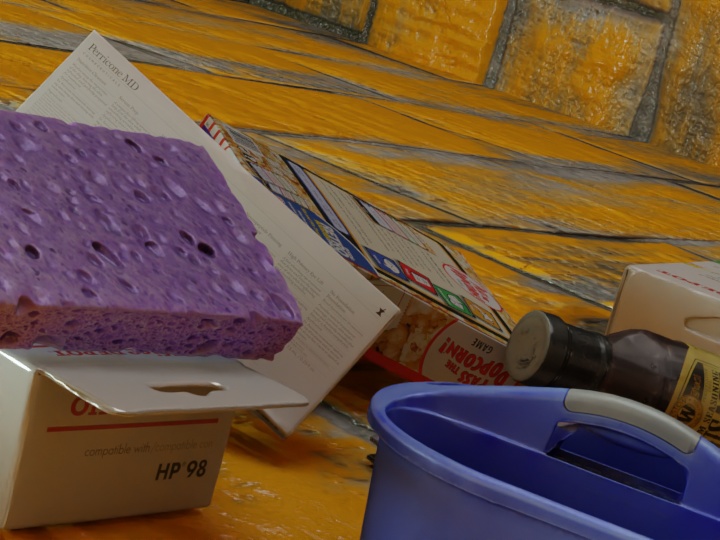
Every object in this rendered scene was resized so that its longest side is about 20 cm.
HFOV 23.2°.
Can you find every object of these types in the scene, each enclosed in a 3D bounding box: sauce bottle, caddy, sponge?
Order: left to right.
[{"bbox_3d":[-0.122,-0.016,0.686,0.200,0.030,0.112,6,42,-45],"label":"sponge"},{"bbox_3d":[0.092,0.100,0.680,0.199,0.105,0.141,19,13,17],"label":"caddy"},{"bbox_3d":[0.171,0.071,0.982,0.199,0.066,0.066,17,9,-27],"label":"sauce bottle"}]

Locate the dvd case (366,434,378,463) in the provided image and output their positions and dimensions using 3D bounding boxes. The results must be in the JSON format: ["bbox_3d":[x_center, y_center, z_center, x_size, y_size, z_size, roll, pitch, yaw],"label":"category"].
[{"bbox_3d":[0.121,0.117,0.873,0.200,0.016,0.149,5,16,-42],"label":"dvd case"}]

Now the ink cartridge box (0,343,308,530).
[{"bbox_3d":[-0.133,0.049,0.719,0.200,0.067,0.116,24,13,37],"label":"ink cartridge box"}]

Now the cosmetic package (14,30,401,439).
[{"bbox_3d":[-0.082,-0.016,0.847,0.200,0.083,0.051,43,-9,2],"label":"cosmetic package"}]

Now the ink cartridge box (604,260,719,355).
[{"bbox_3d":[0.269,0.055,1.198,0.144,0.084,0.200,22,12,29],"label":"ink cartridge box"}]

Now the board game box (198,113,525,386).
[{"bbox_3d":[0.000,0.000,0.993,0.200,0.046,0.152,28,15,-30],"label":"board game box"}]
